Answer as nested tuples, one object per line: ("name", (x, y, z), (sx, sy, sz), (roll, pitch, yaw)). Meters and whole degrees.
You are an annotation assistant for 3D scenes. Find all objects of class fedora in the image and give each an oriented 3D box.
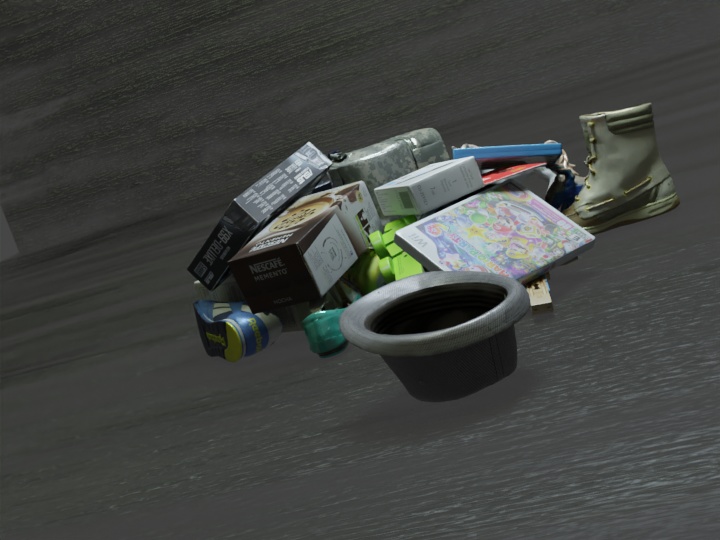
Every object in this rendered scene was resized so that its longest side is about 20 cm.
("fedora", (0.082, 0.071, 1.281), (0.177, 0.090, 0.200), (-29, 21, -36))

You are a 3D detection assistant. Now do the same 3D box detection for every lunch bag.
("lunch bag", (0.048, -0.098, 1.905), (0.168, 0.200, 0.139), (-24, 12, -32))

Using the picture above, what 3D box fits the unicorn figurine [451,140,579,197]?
("unicorn figurine", (0.228, -0.143, 1.963), (0.200, 0.138, 0.074), (-21, 0, -24))

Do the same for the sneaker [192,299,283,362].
("sneaker", (-0.170, 0.076, 1.762), (0.082, 0.074, 0.200), (-21, 18, -22))

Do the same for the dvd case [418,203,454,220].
("dvd case", (0.090, -0.020, 1.676), (0.146, 0.022, 0.200), (-62, 13, 0))

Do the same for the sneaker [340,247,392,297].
("sneaker", (0.000, 0.000, 1.759), (0.075, 0.076, 0.200), (-62, 15, -8))

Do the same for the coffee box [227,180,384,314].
("coffee box", (-0.067, -0.032, 1.668), (0.113, 0.080, 0.200), (-13, 20, 31))

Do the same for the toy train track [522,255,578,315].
("toy train track", (0.203, 0.019, 1.511), (0.115, 0.033, 0.200), (-11, 17, 5))

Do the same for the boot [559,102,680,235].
("boot", (0.308, -0.129, 1.722), (0.200, 0.155, 0.072), (-16, 10, 8))

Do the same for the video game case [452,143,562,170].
("video game case", (0.200, -0.156, 1.793), (0.143, 0.018, 0.200), (-3, 0, 5))

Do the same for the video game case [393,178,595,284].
("video game case", (0.158, -0.036, 1.521), (0.200, 0.018, 0.143), (-26, 51, -34))

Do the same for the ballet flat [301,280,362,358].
("ballet flat", (-0.031, 0.049, 1.645), (0.067, 0.070, 0.200), (-17, 10, 12))

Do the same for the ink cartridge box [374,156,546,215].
("ink cartridge box", (0.122, -0.121, 1.669), (0.176, 0.045, 0.200), (-23, 6, -10))

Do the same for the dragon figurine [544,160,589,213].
("dragon figurine", (0.310, -0.099, 1.808), (0.200, 0.100, 0.059), (-7, 15, -14))

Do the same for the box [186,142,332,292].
("box", (-0.138, -0.076, 1.796), (0.158, 0.050, 0.200), (-50, -4, 40))

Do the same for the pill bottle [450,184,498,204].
("pill bottle", (0.166, -0.063, 1.757), (0.112, 0.112, 0.200), (-21, 11, -10))

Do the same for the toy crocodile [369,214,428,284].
("toy crocodile", (0.059, -0.015, 1.621), (0.067, 0.062, 0.200), (-27, 27, 6))

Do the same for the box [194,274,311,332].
("box", (-0.136, 0.037, 1.831), (0.200, 0.095, 0.078), (-6, 16, 46))

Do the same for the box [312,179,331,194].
("box", (-0.104, -0.062, 2.131), (0.104, 0.148, 0.200), (-24, 10, -21))
